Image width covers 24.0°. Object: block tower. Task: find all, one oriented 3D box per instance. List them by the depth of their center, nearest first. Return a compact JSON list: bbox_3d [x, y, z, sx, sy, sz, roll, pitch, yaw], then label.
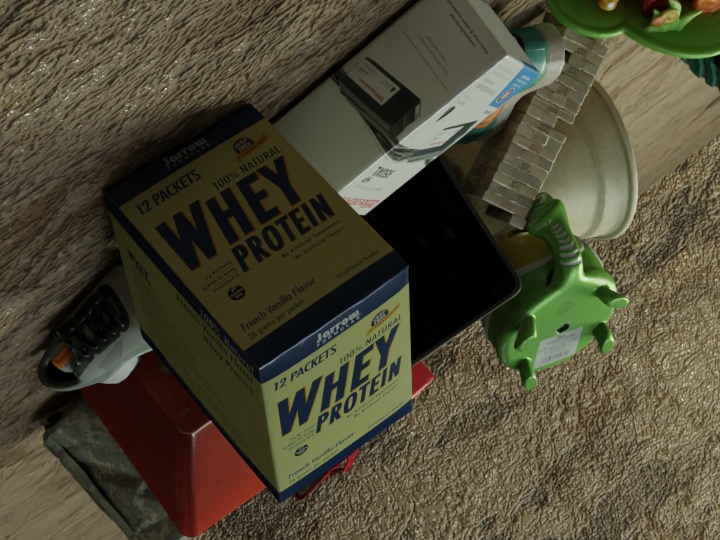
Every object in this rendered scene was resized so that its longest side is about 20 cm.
[{"bbox_3d":[0.166,-0.144,1.621,0.201,0.058,0.054,-66,-155,3],"label":"block tower"}]

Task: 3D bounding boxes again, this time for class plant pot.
[{"bbox_3d":[-0.143,0.099,1.603,0.199,0.200,0.176,-34,162,-15],"label":"plant pot"},{"bbox_3d":[0.000,0.000,1.649,0.200,0.200,0.177,-33,-179,-20],"label":"plant pot"},{"bbox_3d":[0.160,-0.100,1.793,0.183,0.201,0.201,-20,165,-21],"label":"plant pot"}]

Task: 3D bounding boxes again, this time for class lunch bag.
[{"bbox_3d":[-0.210,0.187,1.740,0.168,0.200,0.139,-38,176,-33],"label":"lunch bag"}]

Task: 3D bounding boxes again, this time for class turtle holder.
[{"bbox_3d":[0.173,0.016,1.685,0.141,0.132,0.185,-34,148,8],"label":"turtle holder"}]

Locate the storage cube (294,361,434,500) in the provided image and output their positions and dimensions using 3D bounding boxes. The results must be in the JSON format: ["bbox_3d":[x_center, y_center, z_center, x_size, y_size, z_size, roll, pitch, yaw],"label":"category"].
[{"bbox_3d":[-0.048,0.152,2.195,0.180,0.200,0.171,-37,173,-43],"label":"storage cube"}]

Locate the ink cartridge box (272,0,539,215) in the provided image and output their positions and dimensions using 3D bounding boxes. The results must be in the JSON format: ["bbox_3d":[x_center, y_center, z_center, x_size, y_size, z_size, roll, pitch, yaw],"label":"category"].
[{"bbox_3d":[0.034,-0.136,1.385,0.200,0.084,0.145,-38,170,14],"label":"ink cartridge box"}]

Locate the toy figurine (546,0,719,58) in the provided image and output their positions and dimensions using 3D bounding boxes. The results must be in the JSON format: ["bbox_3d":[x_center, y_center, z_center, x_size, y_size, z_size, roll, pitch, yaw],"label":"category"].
[{"bbox_3d":[0.277,-0.299,1.468,0.199,0.151,0.184,-7,145,-20],"label":"toy figurine"}]

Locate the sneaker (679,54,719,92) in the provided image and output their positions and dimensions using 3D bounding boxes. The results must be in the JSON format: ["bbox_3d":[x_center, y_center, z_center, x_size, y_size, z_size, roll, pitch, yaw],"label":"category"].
[{"bbox_3d":[0.322,-0.246,1.595,0.087,0.200,0.075,-39,155,-14],"label":"sneaker"}]

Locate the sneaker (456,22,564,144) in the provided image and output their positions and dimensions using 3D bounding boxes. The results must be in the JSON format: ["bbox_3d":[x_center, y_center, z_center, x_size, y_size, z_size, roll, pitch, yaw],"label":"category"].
[{"bbox_3d":[0.106,-0.171,1.566,0.080,0.072,0.200,-9,164,-27],"label":"sneaker"}]

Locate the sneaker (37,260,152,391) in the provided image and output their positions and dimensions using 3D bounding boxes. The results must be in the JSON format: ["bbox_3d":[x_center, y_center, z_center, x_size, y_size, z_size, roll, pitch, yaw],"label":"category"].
[{"bbox_3d":[-0.216,0.053,1.439,0.079,0.074,0.200,-23,165,-37],"label":"sneaker"}]

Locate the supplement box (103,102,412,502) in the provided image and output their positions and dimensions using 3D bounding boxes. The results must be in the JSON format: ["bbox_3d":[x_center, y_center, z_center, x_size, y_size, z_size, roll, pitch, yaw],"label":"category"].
[{"bbox_3d":[-0.072,0.025,1.276,0.134,0.200,0.200,-34,150,-19],"label":"supplement box"}]
